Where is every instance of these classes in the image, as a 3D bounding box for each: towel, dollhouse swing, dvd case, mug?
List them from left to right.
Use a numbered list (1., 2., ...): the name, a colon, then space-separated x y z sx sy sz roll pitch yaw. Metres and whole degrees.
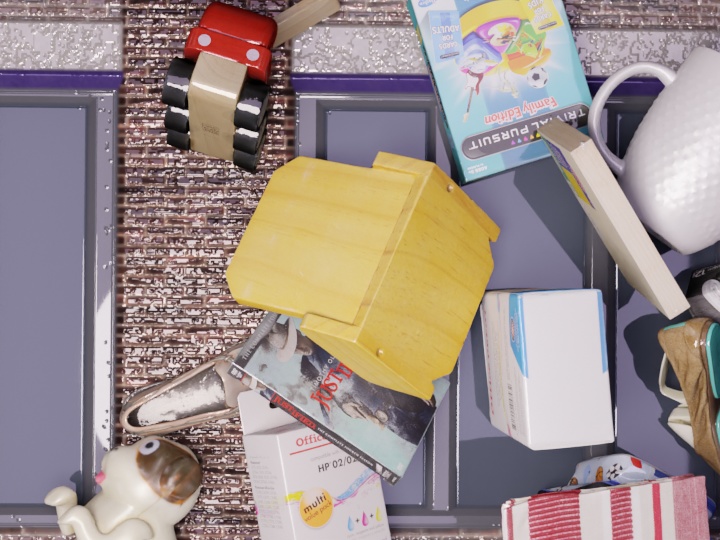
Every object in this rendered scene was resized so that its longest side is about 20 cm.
1. dvd case: -0.018 0.108 1.326 0.200 0.022 0.146 34 44 0
2. dollhouse swing: 0.000 0.000 1.338 0.182 0.176 0.200 40 64 -40
3. towel: 0.224 0.266 1.190 0.200 0.023 0.144 -5 93 -15
4. mug: 0.322 -0.126 1.323 0.200 0.148 0.175 36 95 -2

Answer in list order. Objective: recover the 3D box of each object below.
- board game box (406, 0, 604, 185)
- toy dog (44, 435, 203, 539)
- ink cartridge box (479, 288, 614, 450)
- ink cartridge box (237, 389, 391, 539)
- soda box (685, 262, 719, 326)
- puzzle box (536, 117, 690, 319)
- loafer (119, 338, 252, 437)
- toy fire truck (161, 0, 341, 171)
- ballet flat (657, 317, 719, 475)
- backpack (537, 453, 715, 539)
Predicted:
1. board game box: 0.149 -0.207 1.367 0.151 0.047 0.200 -17 90 -2
2. toy dog: -0.220 0.264 1.309 0.194 0.140 0.200 14 89 -15
3. ink cartridge box: 0.178 0.090 1.291 0.085 0.200 0.145 -4 90 -6
4. ink cartridge box: -0.045 0.209 1.321 0.115 0.068 0.200 -11 91 -37
5. soda box: 0.430 0.014 1.311 0.200 0.063 0.071 -19 111 30
6. puzzle box: 0.248 -0.054 1.301 0.025 0.133 0.200 -33 107 3
7. loafer: -0.150 0.123 1.346 0.200 0.063 0.072 -22 91 -2
8. toy fire truck: -0.103 -0.216 1.306 0.128 0.176 0.200 17 74 -1
9. ballet flat: 0.345 0.133 1.350 0.072 0.068 0.200 1 127 36
10. backpack: 0.271 0.278 1.308 0.190 0.200 0.154 36 75 -4
